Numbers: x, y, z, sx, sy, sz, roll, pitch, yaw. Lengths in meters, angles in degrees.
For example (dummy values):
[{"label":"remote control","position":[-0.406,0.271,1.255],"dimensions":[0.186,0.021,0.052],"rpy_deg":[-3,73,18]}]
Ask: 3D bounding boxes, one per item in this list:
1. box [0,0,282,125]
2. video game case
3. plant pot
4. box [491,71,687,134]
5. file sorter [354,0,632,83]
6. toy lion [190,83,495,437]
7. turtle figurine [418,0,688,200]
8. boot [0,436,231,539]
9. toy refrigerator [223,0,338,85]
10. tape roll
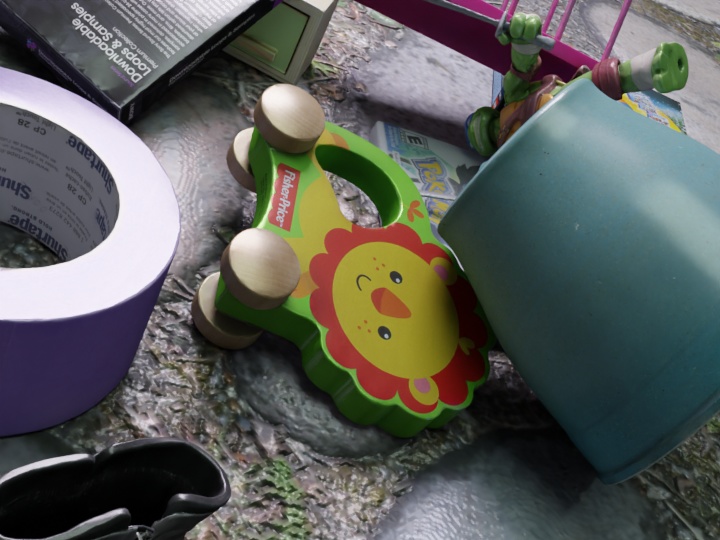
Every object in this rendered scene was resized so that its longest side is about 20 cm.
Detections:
[{"label":"box","position":[-0.157,-0.209,0.807],"dimensions":[0.143,0.036,0.200],"rpy_deg":[41,60,7]},{"label":"video game case","position":[0.098,-0.026,0.842],"dimensions":[0.180,0.022,0.201],"rpy_deg":[16,38,-18]},{"label":"plant pot","position":[0.155,-0.006,0.682],"dimensions":[0.188,0.200,0.200],"rpy_deg":[46,38,8]},{"label":"box","position":[0.223,-0.156,1.069],"dimensions":[0.198,0.038,0.137],"rpy_deg":[23,37,-8]},{"label":"file sorter","position":[0.111,-0.249,0.902],"dimensions":[0.198,0.127,0.139],"rpy_deg":[21,1,-21]},{"label":"toy lion","position":[0.000,0.000,0.696],"dimensions":[0.190,0.069,0.202],"rpy_deg":[22,49,-19]},{"label":"turtle figurine","position":[0.131,-0.108,0.806],"dimensions":[0.200,0.192,0.145],"rpy_deg":[35,64,-46]},{"label":"boot","position":[-0.148,0.126,0.399],"dimensions":[0.070,0.132,0.199],"rpy_deg":[45,39,21]},{"label":"toy refrigerator","position":[-0.122,-0.238,0.903],"dimensions":[0.199,0.076,0.070],"rpy_deg":[28,36,-2]},{"label":"tape roll","position":[-0.201,-0.018,0.578],"dimensions":[0.198,0.085,0.201],"rpy_deg":[19,37,-15]}]
